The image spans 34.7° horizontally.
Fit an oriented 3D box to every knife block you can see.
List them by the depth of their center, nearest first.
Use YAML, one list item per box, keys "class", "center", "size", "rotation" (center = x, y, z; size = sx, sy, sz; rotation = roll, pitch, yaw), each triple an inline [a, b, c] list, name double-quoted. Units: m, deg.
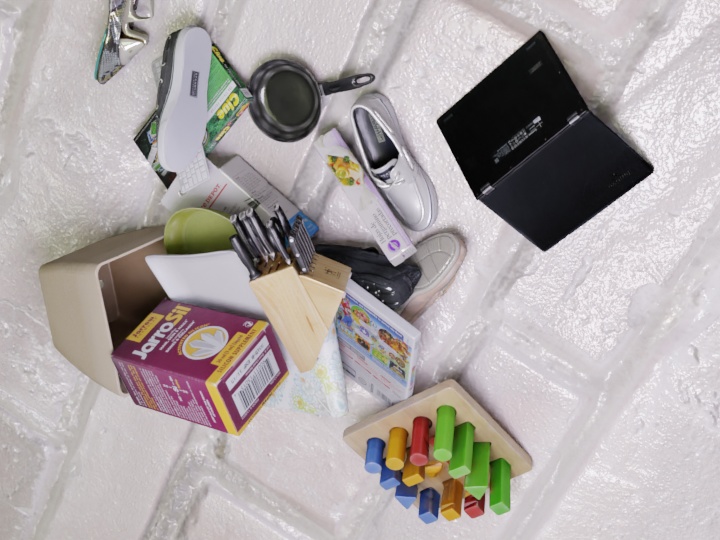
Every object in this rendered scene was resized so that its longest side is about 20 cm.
- class: "knife block"
  center: [-0.110, 0.018, 1.520]
  size: [0.175, 0.064, 0.201]
  rotation: [21, 122, -2]

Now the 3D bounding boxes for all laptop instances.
- class: "laptop"
  center: [0.233, -0.161, 1.481]
  size: [0.187, 0.116, 0.201]
  rotation: [-39, 65, 29]

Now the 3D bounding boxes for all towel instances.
- class: "towel"
  center: [-0.103, 0.119, 1.677]
  size: [0.199, 0.048, 0.172]
  rotation: [2, 110, 44]

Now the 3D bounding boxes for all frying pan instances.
- class: "frying pan"
  center: [-0.075, -0.251, 1.556]
  size: [0.190, 0.031, 0.115]
  rotation: [-36, 93, 28]

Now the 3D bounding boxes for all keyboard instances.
- class: "keyboard"
  center: [-0.251, -0.210, 1.608]
  size: [0.056, 0.011, 0.201]
  rotation: [-26, 73, 37]

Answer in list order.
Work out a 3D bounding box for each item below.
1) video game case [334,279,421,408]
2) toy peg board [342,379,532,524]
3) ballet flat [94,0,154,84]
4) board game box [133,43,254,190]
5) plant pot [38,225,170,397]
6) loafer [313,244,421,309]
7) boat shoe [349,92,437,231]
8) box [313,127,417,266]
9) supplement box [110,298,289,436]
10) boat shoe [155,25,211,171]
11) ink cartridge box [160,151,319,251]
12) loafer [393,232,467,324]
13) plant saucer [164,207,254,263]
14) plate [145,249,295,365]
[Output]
- class: "video game case"
  center: [0.019, 0.109, 1.604]
  size: [0.143, 0.018, 0.201]
  rotation: [37, 148, 24]
- class: "toy peg board"
  center: [0.105, 0.281, 1.622]
  size: [0.199, 0.098, 0.200]
  rotation: [-29, 120, 29]
- class: "ballet flat"
  center: [-0.324, -0.344, 1.604]
  size: [0.072, 0.072, 0.201]
  rotation: [23, 119, 12]
- class: "board game box"
  center: [-0.238, -0.213, 1.630]
  size: [0.200, 0.023, 0.105]
  rotation: [-44, 72, 31]
- class: "plant pot"
  center: [-0.360, 0.046, 1.710]
  size: [0.176, 0.200, 0.201]
  rotation: [7, 114, 35]
- class: "loafer"
  center: [0.000, 0.000, 1.596]
  size: [0.200, 0.070, 0.068]
  rotation: [19, 138, 43]
- class: "boat shoe"
  center: [0.037, -0.137, 1.538]
  size: [0.073, 0.065, 0.201]
  rotation: [-25, 100, 28]
- class: "box"
  center: [0.005, -0.099, 1.539]
  size: [0.039, 0.041, 0.201]
  rotation: [-34, 75, 5]
- class: "supplement box"
  center: [-0.220, 0.130, 1.594]
  size: [0.199, 0.131, 0.104]
  rotation: [10, 135, 33]
- class: "boat shoe"
  center: [-0.247, -0.232, 1.570]
  size: [0.056, 0.068, 0.201]
  rotation: [5, 83, 42]
- class: "ink cartridge box"
  center: [-0.173, -0.078, 1.646]
  size: [0.200, 0.068, 0.116]
  rotation: [42, 120, 1]
- class: "loafer"
  center: [0.082, 0.023, 1.595]
  size: [0.200, 0.063, 0.072]
  rotation: [-45, 48, 29]
- class: "plant saucer"
  center: [-0.188, -0.010, 1.618]
  size: [0.199, 0.031, 0.201]
  rotation: [21, 136, 22]
- class: "plate"
  center: [-0.185, 0.047, 1.610]
  size: [0.199, 0.032, 0.200]
  rotation: [-2, 128, 42]
